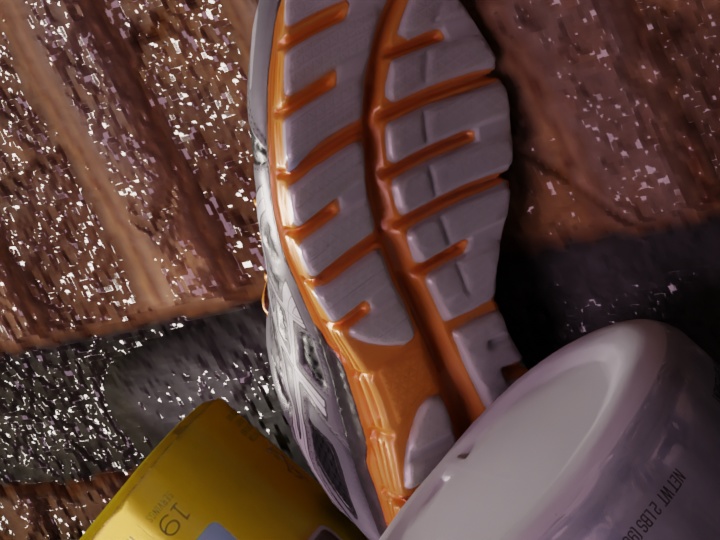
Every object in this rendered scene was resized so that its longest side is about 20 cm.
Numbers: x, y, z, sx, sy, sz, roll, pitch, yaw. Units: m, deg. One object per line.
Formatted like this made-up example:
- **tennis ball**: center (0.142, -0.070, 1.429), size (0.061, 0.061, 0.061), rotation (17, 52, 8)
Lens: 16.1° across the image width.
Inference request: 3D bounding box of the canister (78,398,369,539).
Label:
- **canister**: center (-0.016, 0.156, 0.791), size (0.200, 0.087, 0.149), rotation (40, 108, 2)

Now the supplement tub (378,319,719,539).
- **supplement tub**: center (0.104, 0.120, 0.669), size (0.200, 0.123, 0.122), rotation (43, 139, -11)

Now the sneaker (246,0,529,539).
- **sneaker**: center (0.000, 0.000, 0.727), size (0.077, 0.078, 0.201), rotation (19, 125, 54)
